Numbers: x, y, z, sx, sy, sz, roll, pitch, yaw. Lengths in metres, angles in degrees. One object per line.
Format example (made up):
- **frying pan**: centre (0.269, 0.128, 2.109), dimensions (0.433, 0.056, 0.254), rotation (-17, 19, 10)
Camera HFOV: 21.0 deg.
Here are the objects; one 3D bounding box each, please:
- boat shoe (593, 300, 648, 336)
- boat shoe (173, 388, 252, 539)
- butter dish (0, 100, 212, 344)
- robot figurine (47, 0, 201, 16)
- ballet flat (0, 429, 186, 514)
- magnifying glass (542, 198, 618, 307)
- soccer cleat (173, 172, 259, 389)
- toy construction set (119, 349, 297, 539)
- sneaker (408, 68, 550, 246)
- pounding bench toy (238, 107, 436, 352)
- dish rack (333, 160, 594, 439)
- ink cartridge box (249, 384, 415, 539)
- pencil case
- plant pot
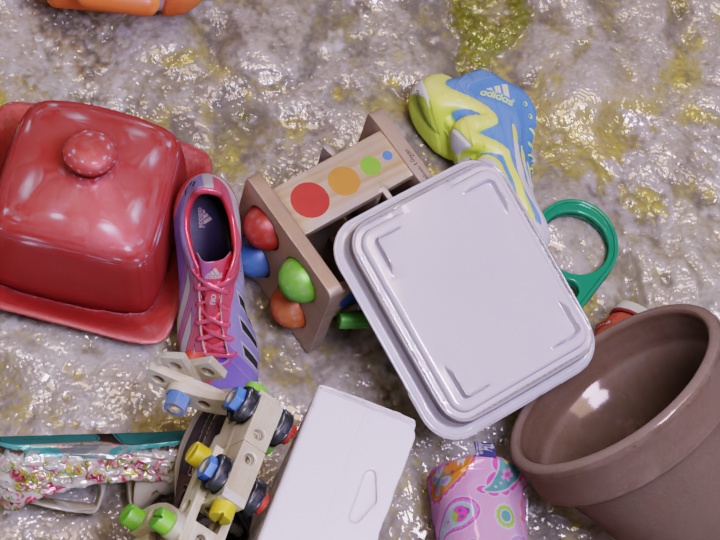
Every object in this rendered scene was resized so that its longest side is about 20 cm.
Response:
- **boat shoe**: centre (0.285, 0.105, 1.670), dimensions (0.200, 0.071, 0.063), rotation (35, 61, 10)
- **boat shoe**: centre (-0.115, 0.193, 1.514), dimensions (0.072, 0.065, 0.201), rotation (19, 85, -23)
- **butter dish**: centre (-0.228, -0.066, 1.609), dimensions (0.199, 0.148, 0.201), rotation (15, 62, -5)
- **robot figurine**: centre (-0.215, -0.290, 1.739), dimensions (0.199, 0.144, 0.117), rotation (4, 98, -9)
- **ballet flat**: centre (-0.202, 0.162, 1.556), dimensions (0.199, 0.076, 0.064), rotation (-1, 96, -13)
- **magnifying glass**: centre (0.182, 0.026, 1.719), dimensions (0.079, 0.022, 0.201), rotation (14, 61, -5)
- **soccer cleat**: centre (-0.120, 0.020, 1.593), dimensions (0.066, 0.076, 0.201), rotation (-5, 95, -4)
- **toy construction set**: centre (-0.119, 0.149, 1.448), dimensions (0.092, 0.131, 0.201), rotation (22, 58, -28)
- **sneaker**: centre (0.133, -0.108, 1.742), dimensions (0.105, 0.076, 0.200), rotation (-26, 71, -22)
- **pounding bench toy**: centre (0.000, 0.000, 1.635), dimensions (0.156, 0.124, 0.200), rotation (-30, 73, -22)
- **dish rack**: centre (0.090, 0.017, 1.566), dimensions (0.171, 0.044, 0.200), rotation (-28, 84, -20)
- **ink cartridge box**: centre (-0.035, 0.197, 1.489), dimensions (0.086, 0.200, 0.147), rotation (22, 62, 0)
- **pencil case**: centre (0.105, 0.245, 1.559), dimensions (0.087, 0.088, 0.201), rotation (0, 62, -11)
- **plant pot**: centre (0.250, 0.154, 1.577), dimensions (0.175, 0.200, 0.200), rotation (51, 62, -19)
